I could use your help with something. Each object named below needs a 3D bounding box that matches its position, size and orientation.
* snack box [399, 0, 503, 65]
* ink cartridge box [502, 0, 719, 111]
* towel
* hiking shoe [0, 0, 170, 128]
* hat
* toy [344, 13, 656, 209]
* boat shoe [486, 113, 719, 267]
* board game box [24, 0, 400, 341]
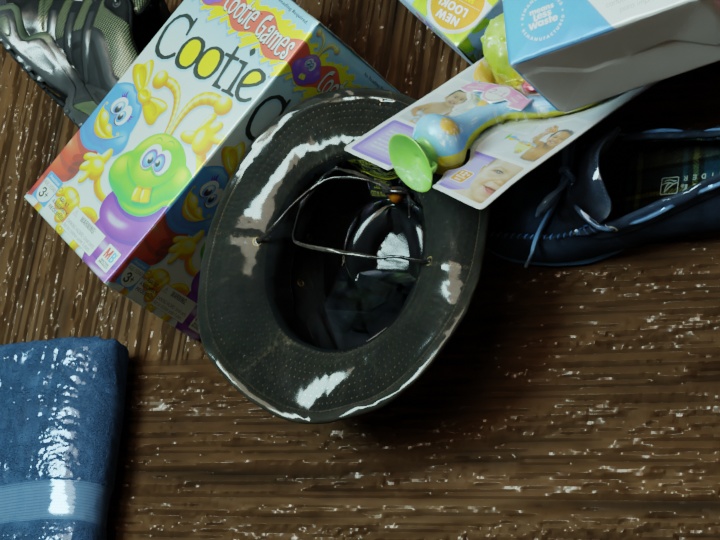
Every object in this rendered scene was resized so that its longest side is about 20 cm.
[{"bbox_3d":[0.085,-0.244,1.389,0.200,0.068,0.169,-49,59,6],"label":"snack box"},{"bbox_3d":[0.133,-0.200,1.221,0.115,0.067,0.202,-18,62,27],"label":"ink cartridge box"},{"bbox_3d":[-0.202,0.138,1.416,0.111,0.048,0.202,-8,65,29],"label":"towel"},{"bbox_3d":[-0.175,-0.154,1.528,0.101,0.076,0.200,-43,61,-3],"label":"hiking shoe"},{"bbox_3d":[0.000,0.000,1.329,0.199,0.081,0.202,-9,67,21],"label":"hat"},{"bbox_3d":[0.095,-0.114,1.278,0.200,0.047,0.115,-38,40,-25],"label":"toy"},{"bbox_3d":[0.145,-0.056,1.271,0.199,0.069,0.085,-14,61,29],"label":"boat shoe"},{"bbox_3d":[-0.091,-0.077,1.409,0.200,0.103,0.105,-50,52,3],"label":"board game box"}]
